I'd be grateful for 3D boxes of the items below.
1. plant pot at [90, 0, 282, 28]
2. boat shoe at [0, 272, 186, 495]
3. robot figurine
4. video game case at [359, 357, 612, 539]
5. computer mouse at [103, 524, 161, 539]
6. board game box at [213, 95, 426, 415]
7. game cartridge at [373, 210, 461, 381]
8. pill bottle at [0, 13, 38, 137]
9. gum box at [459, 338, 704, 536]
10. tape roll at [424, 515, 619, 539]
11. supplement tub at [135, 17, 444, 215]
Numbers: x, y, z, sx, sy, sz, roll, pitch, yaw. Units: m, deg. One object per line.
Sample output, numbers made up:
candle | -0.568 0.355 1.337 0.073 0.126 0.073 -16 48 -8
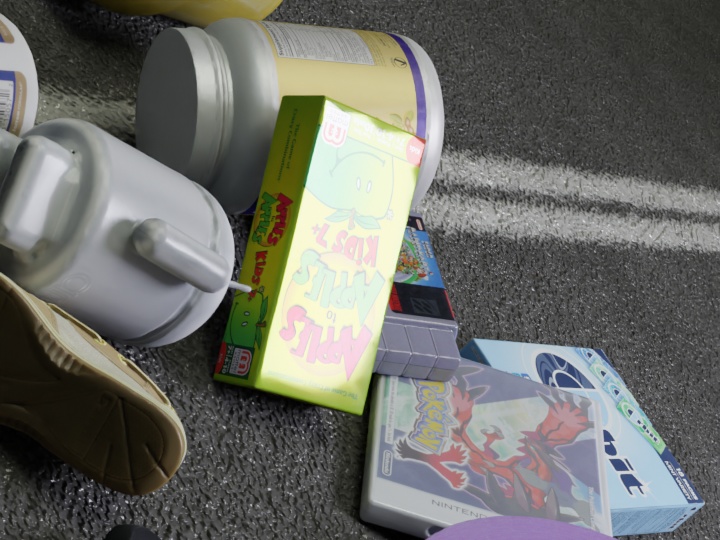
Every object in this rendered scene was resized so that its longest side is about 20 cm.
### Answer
plant pot | -0.147 -0.293 1.379 0.201 0.201 0.189 59 15 27
boat shoe | -0.184 0.057 0.946 0.200 0.074 0.066 39 2 4
robot figurine | -0.157 -0.020 1.022 0.169 0.113 0.200 17 -8 42
video game case | 0.093 0.134 1.204 0.182 0.023 0.200 18 32 -7
computer mouse | -0.095 0.225 0.871 0.059 0.034 0.200 33 29 -60
board game box | -0.026 -0.010 1.140 0.101 0.200 0.048 19 -8 -42
game cartridge | 0.000 0.000 1.282 0.129 0.038 0.200 5 41 -18
pill bottle | -0.295 -0.108 0.969 0.111 0.111 0.200 54 27 19
gum box | 0.178 0.138 1.367 0.200 0.045 0.170 9 43 -51
tape roll | 0.117 0.234 1.014 0.200 0.066 0.200 8 26 -4
supplement tub | -0.054 -0.113 1.242 0.200 0.146 0.146 1 46 -28
